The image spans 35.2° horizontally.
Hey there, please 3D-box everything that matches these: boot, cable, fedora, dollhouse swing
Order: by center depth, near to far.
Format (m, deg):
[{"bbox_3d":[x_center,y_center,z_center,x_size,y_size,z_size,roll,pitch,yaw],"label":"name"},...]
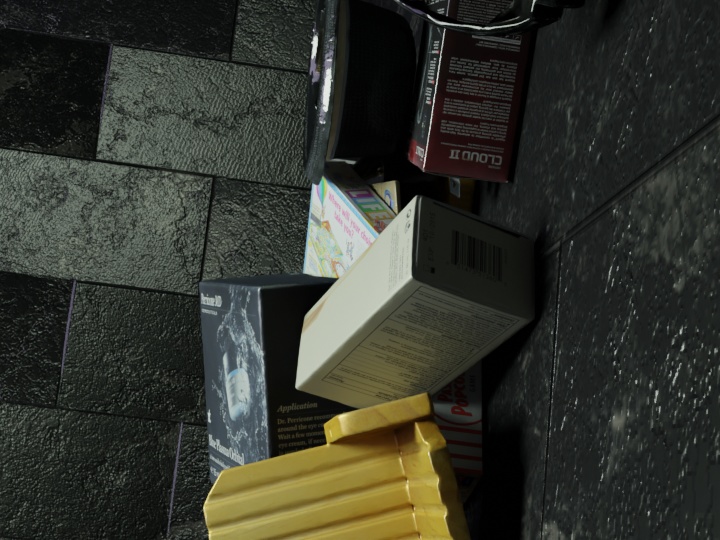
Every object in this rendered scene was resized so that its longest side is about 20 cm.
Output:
[{"bbox_3d":[-0.019,0.212,0.826,0.182,0.174,0.203,121,137,-77],"label":"dollhouse swing"},{"bbox_3d":[0.001,-0.175,1.040,0.201,0.090,0.204,-175,90,-83],"label":"fedora"},{"bbox_3d":[0.056,-0.067,1.104,0.075,0.073,0.203,25,-118,-64],"label":"boot"},{"bbox_3d":[0.015,-0.124,1.201,0.097,0.051,0.200,-33,-1,32],"label":"cable"}]

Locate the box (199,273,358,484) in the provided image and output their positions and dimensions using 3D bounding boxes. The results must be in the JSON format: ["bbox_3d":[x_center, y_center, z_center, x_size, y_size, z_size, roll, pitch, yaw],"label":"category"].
[{"bbox_3d":[-0.065,0.107,1.034,0.196,0.116,0.203,-179,86,-67],"label":"box"}]

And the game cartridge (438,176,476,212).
[{"bbox_3d":[0.092,-0.138,1.142,0.176,0.032,0.203,-158,75,-84],"label":"game cartridge"}]

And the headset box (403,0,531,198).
[{"bbox_3d":[0.090,-0.165,0.966,0.149,0.076,0.203,-111,28,-80],"label":"headset box"}]

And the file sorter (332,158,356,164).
[{"bbox_3d":[-0.011,-0.045,1.612,0.139,0.123,0.202,-96,15,-66],"label":"file sorter"}]

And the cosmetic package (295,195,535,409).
[{"bbox_3d":[0.037,0.035,0.857,0.200,0.104,0.072,-44,33,50],"label":"cosmetic package"}]

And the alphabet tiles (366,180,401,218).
[{"bbox_3d":[0.011,0.020,1.090,0.167,0.007,0.203,-178,83,-69],"label":"alphabet tiles"}]

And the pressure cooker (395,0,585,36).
[{"bbox_3d":[0.075,-0.252,0.712,0.176,0.176,0.202,-105,24,-68],"label":"pressure cooker"}]

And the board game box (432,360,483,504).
[{"bbox_3d":[0.064,0.144,0.994,0.201,0.046,0.153,105,170,-56],"label":"board game box"}]

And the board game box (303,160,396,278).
[{"bbox_3d":[0.000,0.000,1.051,0.200,0.034,0.136,-128,40,-53],"label":"board game box"}]
